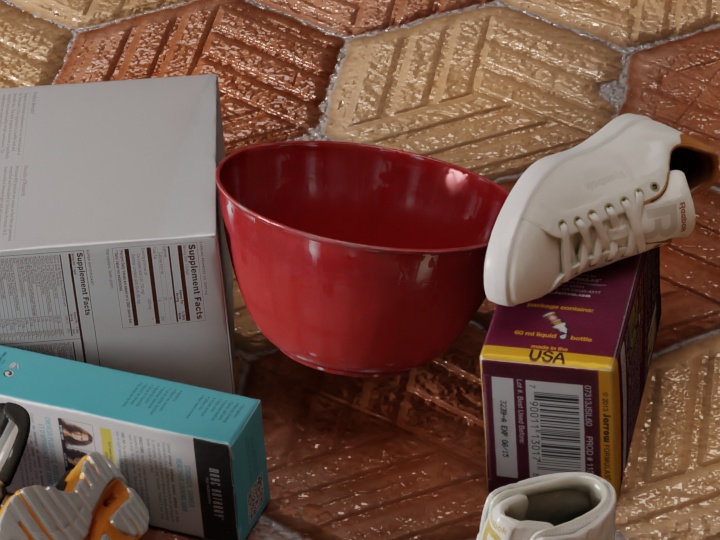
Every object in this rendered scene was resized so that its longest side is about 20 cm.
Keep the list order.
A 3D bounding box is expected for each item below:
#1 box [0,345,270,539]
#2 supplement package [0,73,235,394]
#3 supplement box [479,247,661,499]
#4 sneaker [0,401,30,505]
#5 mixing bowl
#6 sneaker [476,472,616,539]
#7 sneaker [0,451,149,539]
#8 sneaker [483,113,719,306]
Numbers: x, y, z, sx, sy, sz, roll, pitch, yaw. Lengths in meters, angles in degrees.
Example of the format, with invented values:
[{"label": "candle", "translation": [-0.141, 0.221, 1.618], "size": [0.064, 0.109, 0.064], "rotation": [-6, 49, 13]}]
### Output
[{"label": "box", "translation": [-0.158, 0.106, 1.640], "size": [0.199, 0.083, 0.049], "rotation": [11, 38, 19]}, {"label": "supplement package", "translation": [-0.186, -0.014, 1.748], "size": [0.198, 0.148, 0.192], "rotation": [-4, 37, 0]}, {"label": "supplement box", "translation": [0.137, 0.040, 1.675], "size": [0.085, 0.111, 0.200], "rotation": [5, 37, 13]}, {"label": "sneaker", "translation": [-0.275, 0.143, 1.491], "size": [0.115, 0.075, 0.201], "rotation": [29, 73, -3]}, {"label": "mixing bowl", "translation": [0.000, 0.000, 1.678], "size": [0.199, 0.109, 0.200], "rotation": [7, 20, -2]}, {"label": "sneaker", "translation": [0.062, 0.182, 1.489], "size": [0.199, 0.116, 0.074], "rotation": [-26, 43, -25]}, {"label": "sneaker", "translation": [-0.182, 0.167, 1.526], "size": [0.077, 0.078, 0.200], "rotation": [-35, -2, 14]}, {"label": "sneaker", "translation": [0.153, -0.037, 1.620], "size": [0.084, 0.073, 0.200], "rotation": [18, 40, 32]}]
